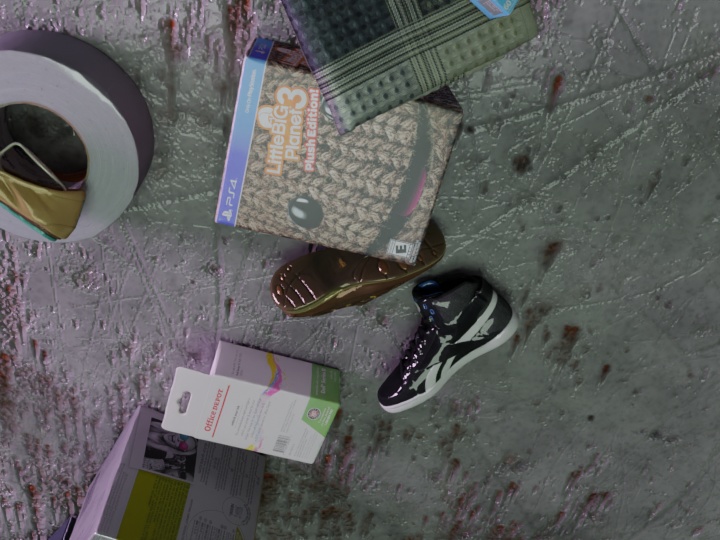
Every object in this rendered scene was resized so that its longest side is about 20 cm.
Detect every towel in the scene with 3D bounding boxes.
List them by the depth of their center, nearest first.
[{"bbox_3d":[0.033,-0.240,0.600,0.199,0.035,0.193,-26,107,-5],"label":"towel"}]

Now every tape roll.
[{"bbox_3d":[-0.312,-0.129,0.724,0.199,0.066,0.201,0,124,0],"label":"tape roll"}]

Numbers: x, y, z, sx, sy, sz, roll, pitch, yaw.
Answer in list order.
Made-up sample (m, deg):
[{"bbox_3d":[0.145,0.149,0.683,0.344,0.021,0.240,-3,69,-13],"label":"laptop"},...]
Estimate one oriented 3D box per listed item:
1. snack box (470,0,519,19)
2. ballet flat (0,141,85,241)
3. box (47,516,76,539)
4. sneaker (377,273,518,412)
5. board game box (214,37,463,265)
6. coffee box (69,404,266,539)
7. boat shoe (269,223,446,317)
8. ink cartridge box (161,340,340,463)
[{"bbox_3d":[0.123,-0.316,0.567,0.116,0.037,0.201,33,90,-21],"label":"snack box"},{"bbox_3d":[-0.349,-0.103,0.675,0.200,0.069,0.063,34,90,-23],"label":"ballet flat"},{"bbox_3d":[-0.419,0.510,1.113,0.196,0.124,0.200,35,118,-23],"label":"box"},{"bbox_3d":[0.076,0.075,0.863,0.200,0.073,0.112,-38,113,13],"label":"sneaker"},{"bbox_3d":[-0.024,-0.114,0.704,0.199,0.097,0.160,11,115,-8],"label":"board game box"},{"bbox_3d":[-0.260,0.343,0.956,0.197,0.200,0.200,27,120,-17],"label":"coffee box"},{"bbox_3d":[0.000,0.001,0.817,0.199,0.072,0.068,-20,155,4],"label":"boat shoe"},{"bbox_3d":[-0.136,0.162,0.915,0.199,0.067,0.118,16,123,-12],"label":"ink cartridge box"}]
